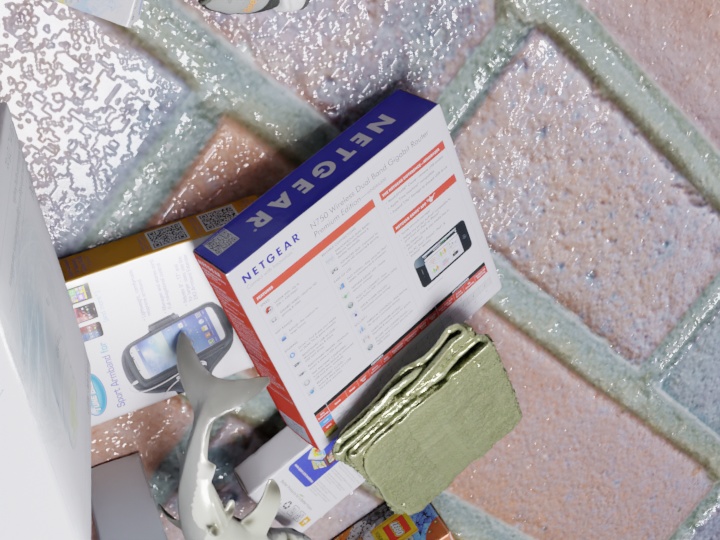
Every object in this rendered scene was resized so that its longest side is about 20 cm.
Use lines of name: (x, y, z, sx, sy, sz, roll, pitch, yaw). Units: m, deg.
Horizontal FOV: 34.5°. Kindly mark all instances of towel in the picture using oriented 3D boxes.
towel: (0.058, 0.121, 0.919, 0.148, 0.037, 0.200, -40, 149, -2)

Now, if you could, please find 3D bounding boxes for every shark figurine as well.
shark figurine: (-0.115, 0.164, 0.838, 0.128, 0.089, 0.217, -43, 133, -34)

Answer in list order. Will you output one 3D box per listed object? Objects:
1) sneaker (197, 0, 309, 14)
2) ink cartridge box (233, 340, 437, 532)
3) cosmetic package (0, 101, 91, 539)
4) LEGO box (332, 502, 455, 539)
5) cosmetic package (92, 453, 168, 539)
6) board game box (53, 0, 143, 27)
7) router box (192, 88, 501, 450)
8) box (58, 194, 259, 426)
sneaker: (-0.078, -0.248, 0.697, 0.078, 0.074, 0.203, -14, 121, -11)
ink cartridge box: (-0.001, 0.127, 0.940, 0.199, 0.037, 0.095, -37, 141, -2)
cosmetic package: (-0.233, 0.043, 0.658, 0.121, 0.200, 0.203, -12, 122, -6)
LEGO box: (0.041, 0.314, 1.045, 0.148, 0.077, 0.201, -33, 125, -6)
cosmetic package: (-0.155, 0.266, 0.879, 0.051, 0.151, 0.203, -17, 121, -16)
board game box: (-0.162, -0.255, 0.641, 0.132, 0.034, 0.203, 18, 109, -5)
router box: (0.000, 0.000, 0.846, 0.199, 0.049, 0.181, -39, 130, -19)
box: (-0.149, 0.033, 0.830, 0.197, 0.042, 0.121, -18, 122, -14)
